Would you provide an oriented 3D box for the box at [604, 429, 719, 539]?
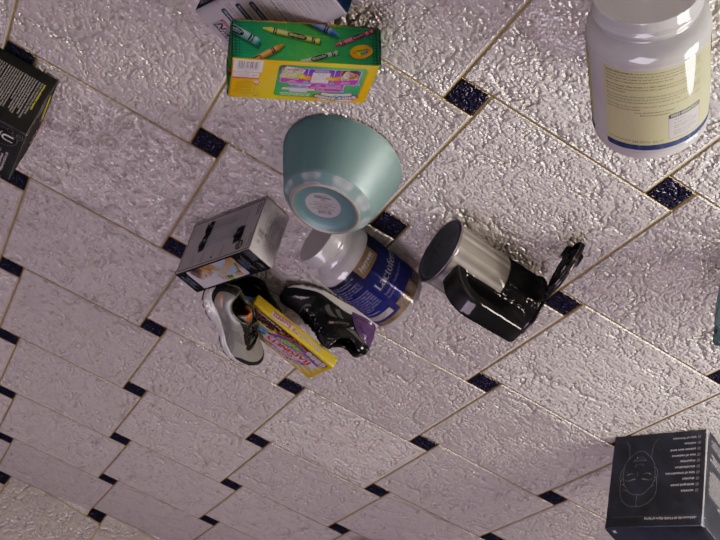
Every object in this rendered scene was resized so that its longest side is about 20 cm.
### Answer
[{"bbox_3d":[0.594,0.430,1.925,0.198,0.199,0.124,-13,135,37],"label":"box"}]

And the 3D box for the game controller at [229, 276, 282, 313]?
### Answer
[{"bbox_3d":[-0.196,0.076,1.930,0.103,0.042,0.201,20,151,35],"label":"game controller"}]

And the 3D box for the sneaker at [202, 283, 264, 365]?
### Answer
[{"bbox_3d":[-0.221,0.104,1.835,0.078,0.074,0.202,4,136,30],"label":"sneaker"}]

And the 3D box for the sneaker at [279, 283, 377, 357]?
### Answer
[{"bbox_3d":[-0.066,0.097,1.881,0.197,0.088,0.076,23,145,-5],"label":"sneaker"}]

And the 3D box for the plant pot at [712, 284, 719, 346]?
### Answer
[{"bbox_3d":[0.619,0.055,1.431,0.193,0.202,0.202,10,145,24],"label":"plant pot"}]

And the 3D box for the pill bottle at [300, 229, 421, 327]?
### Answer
[{"bbox_3d":[0.000,0.000,1.698,0.199,0.117,0.115,36,141,-24],"label":"pill bottle"}]

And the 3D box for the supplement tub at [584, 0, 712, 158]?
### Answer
[{"bbox_3d":[0.341,-0.250,1.181,0.143,0.147,0.201,4,142,20],"label":"supplement tub"}]

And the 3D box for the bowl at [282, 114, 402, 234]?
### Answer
[{"bbox_3d":[-0.041,-0.132,1.552,0.197,0.106,0.202,12,145,8],"label":"bowl"}]

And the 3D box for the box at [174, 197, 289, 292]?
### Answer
[{"bbox_3d":[-0.227,-0.043,1.748,0.198,0.118,0.060,-17,135,38],"label":"box"}]

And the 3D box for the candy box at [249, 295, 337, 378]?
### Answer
[{"bbox_3d":[-0.144,0.129,1.896,0.199,0.027,0.102,40,148,-15],"label":"candy box"}]

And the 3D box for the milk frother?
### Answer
[{"bbox_3d":[0.228,-0.010,1.588,0.187,0.181,0.201,31,100,-18],"label":"milk frother"}]

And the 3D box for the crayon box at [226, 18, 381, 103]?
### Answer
[{"bbox_3d":[-0.079,-0.277,1.332,0.196,0.059,0.119,1,166,-11],"label":"crayon box"}]

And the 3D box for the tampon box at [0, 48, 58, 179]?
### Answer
[{"bbox_3d":[-0.617,-0.275,1.609,0.198,0.128,0.150,30,144,-16],"label":"tampon box"}]

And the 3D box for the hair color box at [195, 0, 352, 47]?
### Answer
[{"bbox_3d":[-0.113,-0.360,1.317,0.198,0.061,0.100,-13,135,37],"label":"hair color box"}]
